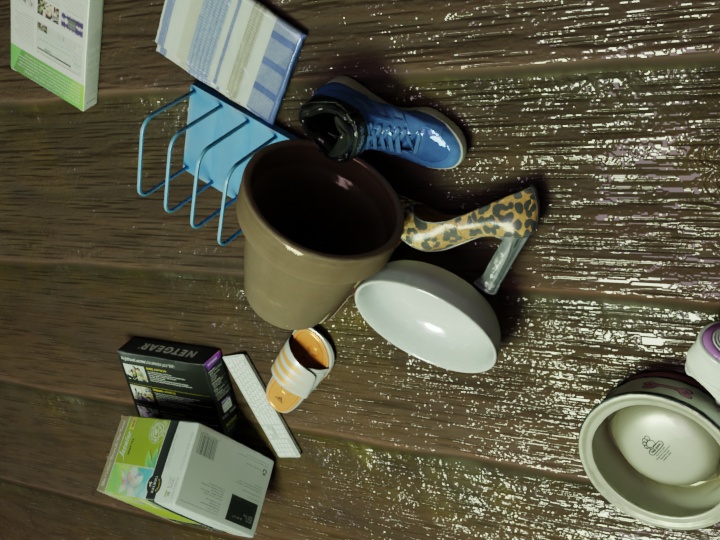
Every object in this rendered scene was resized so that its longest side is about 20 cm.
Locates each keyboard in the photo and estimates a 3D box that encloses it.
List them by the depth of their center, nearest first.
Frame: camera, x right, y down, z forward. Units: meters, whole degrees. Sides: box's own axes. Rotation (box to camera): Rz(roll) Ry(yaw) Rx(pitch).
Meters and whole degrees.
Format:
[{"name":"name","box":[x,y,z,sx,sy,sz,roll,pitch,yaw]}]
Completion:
[{"name":"keyboard","box":[-0.160,0.222,1.590,0.056,0.011,0.203,-13,111,39]}]

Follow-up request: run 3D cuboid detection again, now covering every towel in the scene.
[{"name":"towel","box":[-0.168,-0.292,1.241,0.198,0.024,0.148,34,131,8]}]

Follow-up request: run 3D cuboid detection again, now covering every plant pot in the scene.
[{"name":"plant pot","box":[-0.066,-0.028,1.175,0.199,0.200,0.176,34,134,9]}]

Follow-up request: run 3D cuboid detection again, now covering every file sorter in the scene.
[{"name":"file sorter","box":[-0.182,-0.125,1.289,0.198,0.123,0.140,30,133,16]}]

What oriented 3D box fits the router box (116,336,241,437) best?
[{"name":"router box","box":[-0.305,0.197,1.643,0.197,0.051,0.152,5,120,31]}]

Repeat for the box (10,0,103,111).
[{"name":"box","box":[-0.428,-0.344,1.375,0.143,0.036,0.202,31,131,13]}]

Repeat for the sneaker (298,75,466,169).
[{"name":"sneaker","box":[0.020,-0.156,1.143,0.197,0.111,0.078,29,132,14]}]

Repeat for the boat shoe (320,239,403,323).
[{"name":"boat shoe","box":[0.000,0.000,1.286,0.071,0.073,0.201,17,123,-26]}]

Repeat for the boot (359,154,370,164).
[{"name":"boot","box":[-0.040,-0.074,1.278,0.074,0.075,0.201,43,120,14]}]

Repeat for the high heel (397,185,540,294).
[{"name":"high heel","box":[0.116,-0.082,1.170,0.198,0.071,0.144,34,122,13]}]

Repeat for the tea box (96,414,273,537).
[{"name":"tea box","box":[-0.286,0.338,1.609,0.194,0.136,0.200,-2,152,36]}]

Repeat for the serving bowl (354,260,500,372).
[{"name":"serving bowl","box":[0.093,0.048,1.240,0.197,0.067,0.201,24,154,12]}]

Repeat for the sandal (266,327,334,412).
[{"name":"sandal","box":[-0.103,0.167,1.480,0.079,0.059,0.208,36,133,7]}]

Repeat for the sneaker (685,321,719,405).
[{"name":"sneaker","box":[0.455,0.131,1.085,0.198,0.075,0.100,32,151,12]}]

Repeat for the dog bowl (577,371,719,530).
[{"name":"dog bowl","box":[0.368,0.212,1.182,0.197,0.074,0.203,18,129,24]}]
